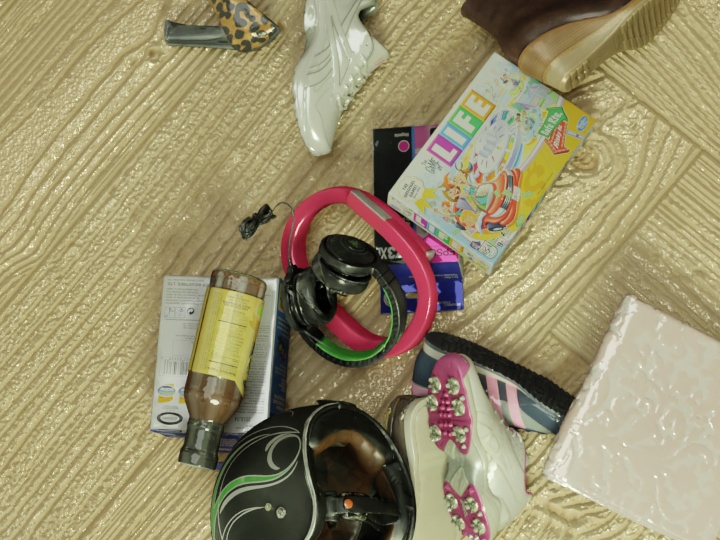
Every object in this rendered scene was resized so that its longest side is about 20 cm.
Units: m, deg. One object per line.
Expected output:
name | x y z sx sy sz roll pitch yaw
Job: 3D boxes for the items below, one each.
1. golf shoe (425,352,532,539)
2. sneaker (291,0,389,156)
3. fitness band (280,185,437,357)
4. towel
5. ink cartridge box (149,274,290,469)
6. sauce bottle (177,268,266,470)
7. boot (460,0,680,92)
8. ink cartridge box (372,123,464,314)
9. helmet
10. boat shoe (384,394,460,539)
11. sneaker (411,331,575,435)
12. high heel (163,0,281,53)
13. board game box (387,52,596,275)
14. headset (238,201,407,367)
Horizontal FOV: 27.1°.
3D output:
golf shoe | 0.121 0.169 1.499 0.091 0.075 0.202 -22 112 -30
sneaker | -0.020 -0.224 1.640 0.098 0.078 0.203 4 81 10
fitness band | 0.000 0.000 1.585 0.200 0.037 0.144 44 118 18
towel | 0.303 0.153 1.486 0.189 0.032 0.202 26 86 -5
ink cartridge box | -0.149 0.111 1.602 0.135 0.076 0.203 1 78 13
sauce bottle | -0.146 0.102 1.533 0.064 0.065 0.203 12 83 14
boot | 0.227 -0.291 1.600 0.199 0.073 0.166 -36 58 -14
ink cartridge box | 0.062 -0.056 1.610 0.093 0.037 0.203 -3 80 12
helmet | -0.058 0.242 1.487 0.190 0.199 0.202 -38 71 36
boat shoe | 0.058 0.229 1.538 0.059 0.071 0.203 4 98 55
sneaker | 0.145 0.139 1.546 0.198 0.070 0.083 27 110 14
high heel | -0.150 -0.349 1.689 0.141 0.071 0.203 5 97 20
board game box | 0.138 -0.114 1.572 0.134 0.034 0.201 34 74 10
headset | -0.042 0.014 1.537 0.123 0.094 0.200 -41 89 30
